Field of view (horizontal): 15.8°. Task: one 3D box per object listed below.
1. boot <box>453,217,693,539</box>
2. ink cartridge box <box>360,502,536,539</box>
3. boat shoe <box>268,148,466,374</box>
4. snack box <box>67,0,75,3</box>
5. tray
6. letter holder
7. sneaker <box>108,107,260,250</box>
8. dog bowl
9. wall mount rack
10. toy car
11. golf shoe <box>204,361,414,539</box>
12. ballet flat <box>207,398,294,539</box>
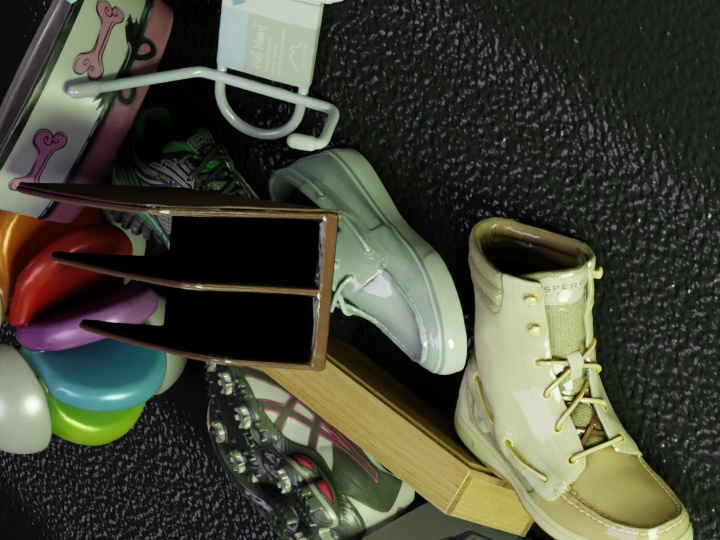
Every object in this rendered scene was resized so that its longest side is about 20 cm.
[{"bbox_3d":[0.128,0.070,1.552,0.200,0.072,0.156,41,139,46],"label":"boot"},{"bbox_3d":[0.092,0.252,1.692,0.200,0.087,0.146,19,124,49],"label":"ink cartridge box"},{"bbox_3d":[0.000,-0.001,1.647,0.201,0.071,0.070,-124,30,-41],"label":"boat shoe"},{"bbox_3d":[-0.142,-0.250,1.615,0.116,0.200,0.037,31,149,39],"label":"snack box"},{"bbox_3d":[0.022,0.099,1.688,0.200,0.098,0.037,37,99,36],"label":"tray"},{"bbox_3d":[-0.127,0.000,1.646,0.200,0.141,0.101,10,96,57],"label":"letter holder"},{"bbox_3d":[-0.109,-0.046,1.795,0.200,0.078,0.086,33,131,37],"label":"sneaker"},{"bbox_3d":[-0.196,-0.122,1.786,0.073,0.201,0.200,27,145,-12],"label":"dog bowl"},{"bbox_3d":[-0.093,-0.158,1.662,0.173,0.075,0.201,15,128,8],"label":"wall mount rack"},{"bbox_3d":[-0.207,0.027,1.876,0.150,0.174,0.201,-21,92,58],"label":"toy car"},{"bbox_3d":[-0.043,0.115,1.803,0.200,0.088,0.077,54,149,34],"label":"golf shoe"},{"bbox_3d":[-0.049,0.163,1.848,0.200,0.066,0.057,52,160,24],"label":"ballet flat"}]
